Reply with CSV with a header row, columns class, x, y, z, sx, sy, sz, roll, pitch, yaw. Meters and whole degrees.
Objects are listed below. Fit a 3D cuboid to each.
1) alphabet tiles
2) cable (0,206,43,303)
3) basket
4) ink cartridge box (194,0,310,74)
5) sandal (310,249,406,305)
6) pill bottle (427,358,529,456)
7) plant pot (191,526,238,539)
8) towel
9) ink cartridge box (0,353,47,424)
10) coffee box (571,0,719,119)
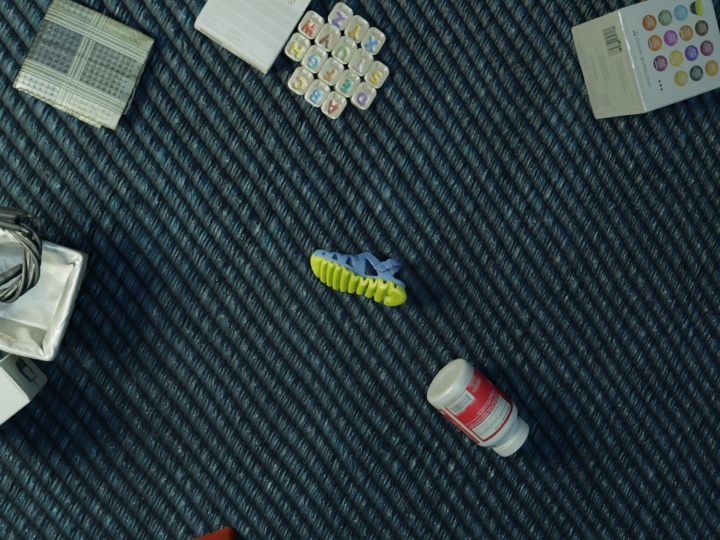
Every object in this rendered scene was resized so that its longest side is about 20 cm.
class,x,y,z,sx,sy,sz,roll,pitch,yaw
alphabet tiles,-0.044,-0.403,1.736,0.200,0.015,0.196,33,87,-19
cable,-0.625,-0.029,1.477,0.200,0.051,0.164,6,97,-16
basket,-0.599,0.031,1.586,0.198,0.161,0.200,17,91,-13
ink cartridge box,-0.192,-0.498,1.695,0.161,0.050,0.200,32,82,-13
sandal,0.000,0.000,1.766,0.200,0.080,0.087,20,59,-8
pill bottle,0.239,0.279,1.811,0.200,0.112,0.112,42,85,-12
plant pot,-0.300,0.632,1.690,0.199,0.176,0.200,-16,98,-10
towel,-0.499,-0.375,1.647,0.200,0.035,0.193,24,86,-11
ink cartridge box,-0.641,0.223,1.573,0.145,0.200,0.088,-40,98,-6
coffee box,0.570,-0.426,1.782,0.197,0.200,0.200,-19,98,-11
